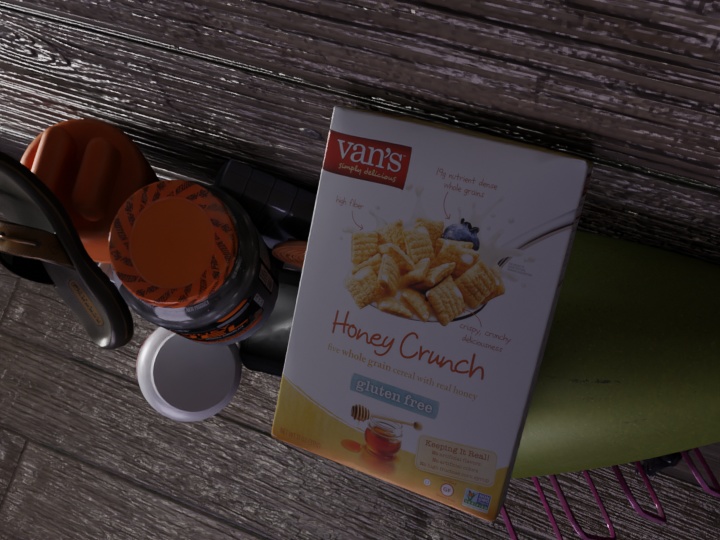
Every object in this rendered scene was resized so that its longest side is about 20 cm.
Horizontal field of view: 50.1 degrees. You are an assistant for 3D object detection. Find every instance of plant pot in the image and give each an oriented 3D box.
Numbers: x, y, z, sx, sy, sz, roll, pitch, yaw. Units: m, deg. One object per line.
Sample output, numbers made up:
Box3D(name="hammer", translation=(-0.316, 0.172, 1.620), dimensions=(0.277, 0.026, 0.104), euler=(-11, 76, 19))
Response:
Box3D(name="plant pot", translation=(0.142, 0.052, 0.501), dimensions=(0.198, 0.189, 0.187), euler=(-1, 160, 31))

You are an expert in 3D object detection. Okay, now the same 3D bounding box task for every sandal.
Box3D(name="sandal", translation=(-0.261, -0.012, 0.621), dimensions=(0.081, 0.055, 0.201), euler=(-16, 109, 49))

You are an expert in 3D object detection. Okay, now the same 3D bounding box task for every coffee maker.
Box3D(name="coffee maker", translation=(-0.029, 0.057, 0.797), dimensions=(0.199, 0.136, 0.192), euler=(8, 153, 38))

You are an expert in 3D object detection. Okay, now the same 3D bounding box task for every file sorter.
Box3D(name="file sorter", translation=(0.209, 0.142, 0.624), dimensions=(0.199, 0.126, 0.139), euler=(-32, 149, 18))

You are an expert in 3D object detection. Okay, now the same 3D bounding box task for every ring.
Box3D(name="ring", translation=(0.020, -0.007, 0.685), dimensions=(0.198, 0.019, 0.200), euler=(9, 173, 1))

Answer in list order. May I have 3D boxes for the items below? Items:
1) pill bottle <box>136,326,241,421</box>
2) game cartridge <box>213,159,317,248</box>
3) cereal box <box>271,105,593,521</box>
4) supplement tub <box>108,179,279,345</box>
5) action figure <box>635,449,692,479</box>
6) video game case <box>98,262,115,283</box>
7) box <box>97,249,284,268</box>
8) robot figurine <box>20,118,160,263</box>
Box3D(name="pill bottle", translation=(-0.195, 0.111, 0.872), dimensions=(0.112, 0.114, 0.200), euler=(22, 169, -14))
Box3D(name="game cartridge", translation=(-0.082, -0.053, 0.739), dimensions=(0.129, 0.039, 0.200), euler=(27, 169, -11))
Box3D(name="cereal box", translation=(0.035, 0.021, 0.433), dimensions=(0.143, 0.202, 0.039), euler=(15, -167, 19))
Box3D(name="supplement tub", translation=(-0.141, -0.003, 0.674), dimensions=(0.121, 0.124, 0.200), euler=(19, 170, 5))
Box3D(name="action figure", translation=(0.236, 0.103, 0.767), dimensions=(0.200, 0.102, 0.119), euler=(47, 177, -1))
Box3D(name="video game case", translation=(-0.226, 0.038, 0.926), dimensions=(0.180, 0.024, 0.200), euler=(21, 168, -15))
Box3D(name="box", translation=(-0.229, -0.022, 0.977), dimensions=(0.181, 0.105, 0.200), euler=(11, 166, 34))
Box3D(name="robot figurine", translation=(-0.250, -0.071, 0.731), dimensions=(0.200, 0.143, 0.117), euler=(111, 134, -80))
